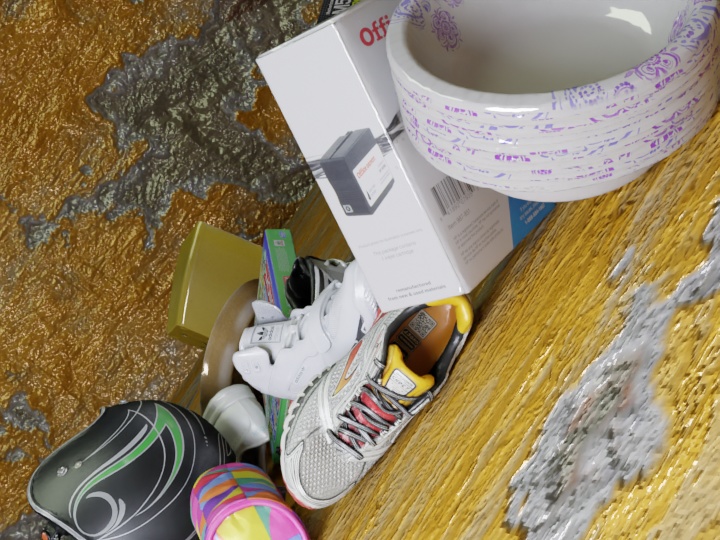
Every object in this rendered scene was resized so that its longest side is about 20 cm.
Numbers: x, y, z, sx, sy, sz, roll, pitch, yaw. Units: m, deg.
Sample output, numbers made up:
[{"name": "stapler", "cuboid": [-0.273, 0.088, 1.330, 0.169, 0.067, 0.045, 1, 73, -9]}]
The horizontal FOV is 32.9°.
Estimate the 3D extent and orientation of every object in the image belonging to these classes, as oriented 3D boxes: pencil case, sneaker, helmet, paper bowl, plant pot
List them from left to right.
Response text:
[{"name": "helmet", "cuboid": [-0.199, 0.219, 1.148, 0.191, 0.200, 0.200, -42, -1, -36]}, {"name": "plant pot", "cuboid": [-0.240, 0.051, 2.145, 0.177, 0.199, 0.200, -70, 12, -16]}, {"name": "sneaker", "cuboid": [-0.135, 0.216, 1.257, 0.075, 0.088, 0.201, -19, -40, -39]}, {"name": "pencil case", "cuboid": [-0.092, 0.208, 0.984, 0.089, 0.088, 0.200, -56, 7, -6]}, {"name": "plant pot", "cuboid": [-0.116, 0.110, 1.357, 0.200, 0.027, 0.201, 10, -90, -67]}, {"name": "sneaker", "cuboid": [-0.041, 0.051, 1.001, 0.200, 0.114, 0.075, 102, -177, -50]}, {"name": "sneaker", "cuboid": [0.000, 0.000, 1.145, 0.076, 0.115, 0.201, -49, 10, 38]}, {"name": "sneaker", "cuboid": [0.010, 0.084, 0.884, 0.200, 0.078, 0.082, -56, 9, -4]}, {"name": "paper bowl", "cuboid": [0.121, -0.121, 0.753, 0.105, 0.200, 0.201, 73, -146, -43]}]

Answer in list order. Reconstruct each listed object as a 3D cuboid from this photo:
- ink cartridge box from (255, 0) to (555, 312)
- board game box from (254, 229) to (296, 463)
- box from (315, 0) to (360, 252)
[{"name": "ink cartridge box", "cuboid": [0.037, -0.095, 0.858, 0.084, 0.201, 0.145, -15, 17, 42]}, {"name": "board game box", "cuboid": [-0.076, 0.070, 1.197, 0.200, 0.029, 0.135, -106, 20, -53]}, {"name": "box", "cuboid": [0.007, -0.140, 1.024, 0.161, 0.044, 0.201, -80, -17, -47]}]
